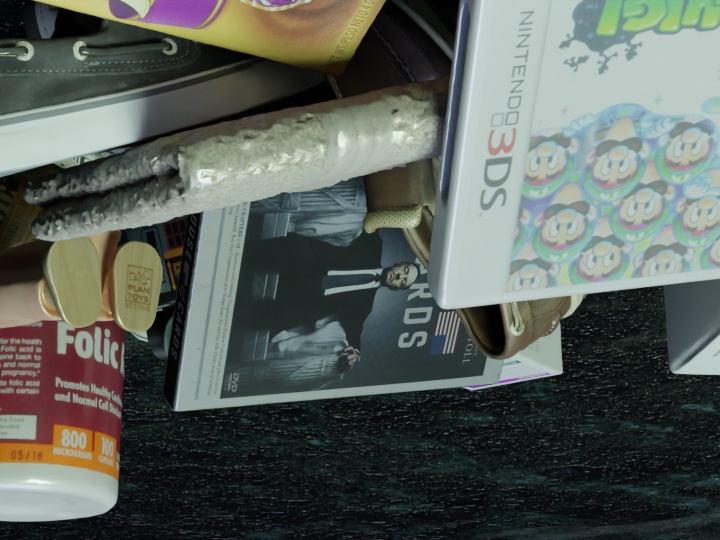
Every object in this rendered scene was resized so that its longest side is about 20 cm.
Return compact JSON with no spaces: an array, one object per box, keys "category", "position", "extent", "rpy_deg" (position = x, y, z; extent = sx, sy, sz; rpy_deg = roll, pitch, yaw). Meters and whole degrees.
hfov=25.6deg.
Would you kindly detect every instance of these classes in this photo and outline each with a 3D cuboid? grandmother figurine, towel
[{"category":"grandmother figurine","position":[-0.190,0.010,0.803],"extent":[0.200,0.061,0.121],"rpy_deg":[-3,164,38]},{"category":"towel","position":[-0.051,-0.042,0.656],"extent":[0.132,0.034,0.200],"rpy_deg":[-16,-175,-28]}]

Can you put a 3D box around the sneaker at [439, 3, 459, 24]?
[{"category":"sneaker","position":[0.074,-0.082,0.759],"extent":[0.200,0.085,0.075],"rpy_deg":[-14,157,36]}]

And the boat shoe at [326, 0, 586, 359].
[{"category":"boat shoe","position":[0.031,-0.046,0.722],"extent":[0.202,0.075,0.075],"rpy_deg":[53,151,-14]}]

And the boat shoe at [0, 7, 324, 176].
[{"category":"boat shoe","position":[-0.102,-0.079,0.608],"extent":[0.200,0.066,0.070],"rpy_deg":[-18,-173,-33]}]

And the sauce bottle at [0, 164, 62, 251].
[{"category":"sauce bottle","position":[-0.225,-0.054,0.828],"extent":[0.200,0.066,0.066],"rpy_deg":[27,150,-28]}]

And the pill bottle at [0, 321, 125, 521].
[{"category":"pill bottle","position":[-0.195,0.040,0.934],"extent":[0.114,0.200,0.114],"rpy_deg":[0,162,0]}]

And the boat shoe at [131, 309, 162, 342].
[{"category":"boat shoe","position":[-0.068,0.037,1.120],"extent":[0.200,0.075,0.062],"rpy_deg":[6,165,10]}]

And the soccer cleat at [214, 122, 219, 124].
[{"category":"soccer cleat","position":[-0.102,-0.123,0.651],"extent":[0.067,0.077,0.200],"rpy_deg":[-7,160,19]}]

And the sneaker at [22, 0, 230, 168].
[{"category":"sneaker","position":[-0.131,-0.079,0.780],"extent":[0.088,0.076,0.200],"rpy_deg":[-5,160,12]}]

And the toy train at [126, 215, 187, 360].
[{"category":"toy train","position":[-0.051,-0.003,0.944],"extent":[0.200,0.114,0.085],"rpy_deg":[-14,180,30]}]

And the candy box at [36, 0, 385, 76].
[{"category":"candy box","position":[-0.072,-0.146,0.556],"extent":[0.200,0.056,0.117],"rpy_deg":[11,133,-28]}]

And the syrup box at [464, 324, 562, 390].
[{"category":"syrup box","position":[0.052,0.019,1.062],"extent":[0.081,0.079,0.200],"rpy_deg":[-14,157,34]}]

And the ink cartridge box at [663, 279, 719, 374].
[{"category":"ink cartridge box","position":[0.260,-0.033,0.770],"extent":[0.200,0.145,0.145],"rpy_deg":[0,162,-5]}]

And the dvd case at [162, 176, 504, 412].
[{"category":"dvd case","position":[0.000,0.000,0.846],"extent":[0.200,0.150,0.025],"rpy_deg":[-3,-151,-26]}]

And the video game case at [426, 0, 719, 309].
[{"category":"video game case","position":[0.130,-0.067,0.585],"extent":[0.200,0.024,0.182],"rpy_deg":[-6,132,-12]}]
